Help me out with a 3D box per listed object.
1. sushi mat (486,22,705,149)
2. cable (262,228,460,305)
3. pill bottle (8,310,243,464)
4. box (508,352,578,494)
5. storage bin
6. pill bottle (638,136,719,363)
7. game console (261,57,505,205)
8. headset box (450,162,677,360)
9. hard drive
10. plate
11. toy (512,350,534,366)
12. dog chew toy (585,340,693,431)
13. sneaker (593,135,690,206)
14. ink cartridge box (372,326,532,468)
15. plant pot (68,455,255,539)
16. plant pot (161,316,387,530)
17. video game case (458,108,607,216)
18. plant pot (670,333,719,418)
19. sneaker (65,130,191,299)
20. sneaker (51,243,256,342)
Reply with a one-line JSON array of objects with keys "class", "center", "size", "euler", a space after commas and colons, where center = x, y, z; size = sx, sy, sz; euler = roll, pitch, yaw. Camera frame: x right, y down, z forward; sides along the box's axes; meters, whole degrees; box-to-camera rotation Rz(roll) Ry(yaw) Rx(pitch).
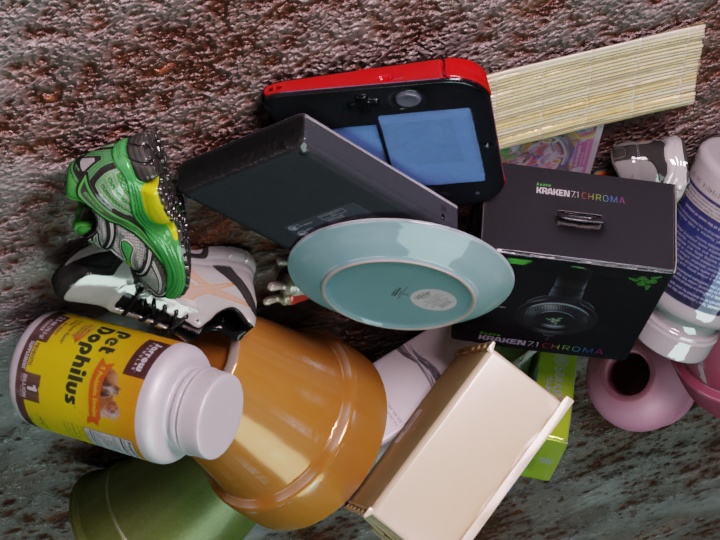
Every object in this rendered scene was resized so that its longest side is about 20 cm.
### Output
[{"class": "sushi mat", "center": [0.191, -0.150, 1.380], "size": [0.199, 0.012, 0.096], "euler": [-14, 141, -5]}, {"class": "cable", "center": [0.000, 0.000, 1.552], "size": [0.199, 0.051, 0.097], "euler": [-6, 151, -21]}, {"class": "pill bottle", "center": [-0.208, 0.108, 1.483], "size": [0.199, 0.110, 0.109], "euler": [13, 166, 25]}, {"class": "box", "center": [0.200, 0.130, 1.766], "size": [0.047, 0.201, 0.122], "euler": [10, 153, 2]}, {"class": "storage bin", "center": [0.085, 0.177, 1.567], "size": [0.200, 0.094, 0.199], "euler": [-53, -178, -8]}, {"class": "pill bottle", "center": [0.332, -0.016, 1.566], "size": [0.110, 0.111, 0.201], "euler": [1, 125, -32]}, {"class": "game console", "center": [0.024, -0.102, 1.341], "size": [0.176, 0.031, 0.200], "euler": [-8, 153, 6]}, {"class": "headset box", "center": [0.182, -0.009, 1.493], "size": [0.173, 0.093, 0.200], "euler": [7, 153, -3]}, {"class": "hard drive", "center": [-0.033, -0.058, 1.369], "size": [0.139, 0.033, 0.200], "euler": [-18, 150, 36]}, {"class": "plate", "center": [0.034, 0.013, 1.434], "size": [0.199, 0.026, 0.200], "euler": [5, 152, 3]}, {"class": "toy", "center": [0.219, 0.024, 1.674], "size": [0.199, 0.047, 0.115], "euler": [-33, 169, -20]}, {"class": "dog chew toy", "center": [0.343, 0.131, 1.955], "size": [0.124, 0.125, 0.200], "euler": [-25, 161, 20]}, {"class": "sneaker", "center": [0.243, -0.063, 1.559], "size": [0.079, 0.074, 0.200], "euler": [4, 148, -8]}, {"class": "ink cartridge box", "center": [0.076, 0.129, 1.758], "size": [0.199, 0.084, 0.146], "euler": [-30, 159, -15]}, {"class": "plant pot", "center": [-0.186, 0.251, 1.835], "size": [0.190, 0.201, 0.200], "euler": [-41, 147, 21]}, {"class": "plant pot", "center": [-0.105, 0.127, 1.613], "size": [0.200, 0.201, 0.183], "euler": [-28, 137, 24]}, {"class": "video game case", "center": [0.114, -0.092, 1.470], "size": [0.199, 0.018, 0.143], "euler": [-13, 155, -7]}, {"class": "plant pot", "center": [0.404, 0.035, 1.724], "size": [0.199, 0.201, 0.179], "euler": [-22, 138, 13]}, {"class": "sneaker", "center": [-0.186, -0.042, 1.346], "size": [0.085, 0.078, 0.200], "euler": [-10, 146, 2]}, {"class": "sneaker", "center": [-0.174, 0.020, 1.460], "size": [0.199, 0.080, 0.074], "euler": [2, 151, -31]}]
